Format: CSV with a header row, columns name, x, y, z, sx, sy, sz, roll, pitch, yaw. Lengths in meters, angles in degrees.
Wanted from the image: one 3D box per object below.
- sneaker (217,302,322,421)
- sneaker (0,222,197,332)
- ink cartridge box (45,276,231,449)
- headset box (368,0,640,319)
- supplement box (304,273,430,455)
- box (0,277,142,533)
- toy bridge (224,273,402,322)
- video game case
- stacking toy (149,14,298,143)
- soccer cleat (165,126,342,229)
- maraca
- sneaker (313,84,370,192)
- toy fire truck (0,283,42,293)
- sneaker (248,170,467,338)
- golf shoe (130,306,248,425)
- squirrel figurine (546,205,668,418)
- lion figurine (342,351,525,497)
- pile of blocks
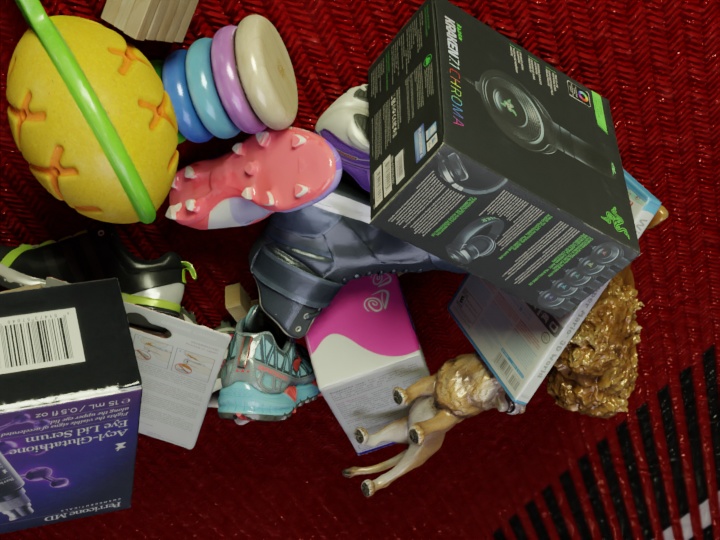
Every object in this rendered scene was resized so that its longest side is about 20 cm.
name,x,y,z,sx,sy,sz,roll,pitch,yaw
sneaker,-0.076,0.076,1.064,0.078,0.097,0.200,3,-174,6
sneaker,-0.241,-0.007,1.014,0.197,0.084,0.072,16,173,-1
ink cartridge box,-0.201,0.071,1.010,0.160,0.051,0.201,18,139,-6
headset box,0.110,-0.083,0.877,0.198,0.176,0.093,26,132,-25
supplement box,0.013,0.091,1.124,0.102,0.102,0.200,-18,153,3
box,-0.256,0.113,0.912,0.146,0.105,0.201,-9,145,-19
toy bridge,-0.028,0.014,1.109,0.197,0.028,0.067,-17,144,9
video game case,0.156,-0.009,0.976,0.018,0.144,0.202,19,112,-31
stacking toy,-0.150,-0.123,0.873,0.197,0.086,0.086,-15,143,15
soccer cleat,-0.077,-0.070,0.925,0.198,0.068,0.076,-11,171,43
maraca,-0.191,-0.121,0.781,0.106,0.202,0.137,-30,-175,-13
sneaker,0.047,-0.091,0.974,0.198,0.082,0.083,25,148,-27
toy fire truck,-0.338,0.057,0.968,0.198,0.129,0.176,22,159,36
sneaker,-0.001,-0.001,1.019,0.200,0.077,0.148,20,111,-17
golf shoe,-0.178,0.085,1.115,0.198,0.089,0.077,18,141,-29
squirrel figurine,0.213,0.020,1.040,0.139,0.201,0.189,10,126,-9
lion figurine,0.068,0.137,1.072,0.121,0.073,0.200,-18,164,-37
pile of blocks,-0.135,-0.245,0.746,0.062,0.082,0.202,31,132,17
